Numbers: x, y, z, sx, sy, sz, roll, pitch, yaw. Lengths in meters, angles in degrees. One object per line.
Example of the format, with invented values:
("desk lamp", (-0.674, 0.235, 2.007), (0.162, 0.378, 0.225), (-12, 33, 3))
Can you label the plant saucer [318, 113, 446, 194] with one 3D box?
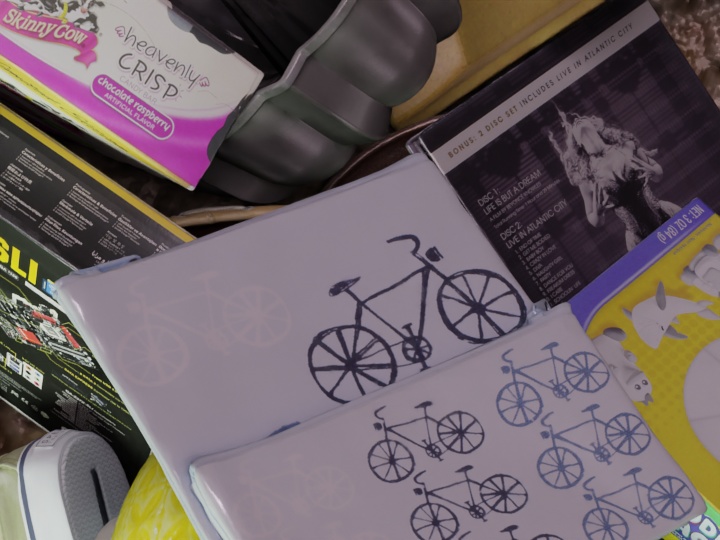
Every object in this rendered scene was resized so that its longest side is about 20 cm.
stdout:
("plant saucer", (0.062, 0.027, 1.110), (0.199, 0.037, 0.201), (0, 73, -1))

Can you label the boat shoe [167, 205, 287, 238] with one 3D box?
("boat shoe", (0.000, 0.000, 1.056), (0.199, 0.076, 0.072), (-4, 71, -6))

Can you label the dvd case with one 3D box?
("dvd case", (0.127, -0.010, 1.079), (0.149, 0.016, 0.200), (-36, 94, -31))

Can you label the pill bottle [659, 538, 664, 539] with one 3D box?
("pill bottle", (0.142, 0.170, 1.031), (0.199, 0.114, 0.114), (3, 74, -1))

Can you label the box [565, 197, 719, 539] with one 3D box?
("box", (0.169, 0.074, 0.999), (0.200, 0.048, 0.117), (44, 58, 14))

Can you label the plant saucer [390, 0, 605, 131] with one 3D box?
("plant saucer", (0.066, -0.189, 1.113), (0.048, 0.200, 0.201), (-1, 70, -37))

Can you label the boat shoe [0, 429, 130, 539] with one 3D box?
("boat shoe", (-0.119, 0.170, 1.052), (0.062, 0.072, 0.201), (-16, 82, 33))

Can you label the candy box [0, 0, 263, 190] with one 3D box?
("candy box", (-0.147, -0.107, 1.033), (0.136, 0.200, 0.061), (35, 83, -31))

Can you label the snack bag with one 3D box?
("snack bag", (0.008, 0.048, 0.930), (0.188, 0.021, 0.200), (-21, 64, -29))

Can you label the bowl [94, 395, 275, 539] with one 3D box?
("bowl", (-0.051, 0.138, 0.999), (0.107, 0.200, 0.201), (-4, 72, 28))

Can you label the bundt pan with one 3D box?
("bundt pan", (-0.026, -0.114, 1.080), (0.076, 0.202, 0.202), (36, 72, -30))

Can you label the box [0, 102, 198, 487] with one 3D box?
("box", (-0.149, -0.002, 1.043), (0.200, 0.160, 0.049), (34, 59, 9))
